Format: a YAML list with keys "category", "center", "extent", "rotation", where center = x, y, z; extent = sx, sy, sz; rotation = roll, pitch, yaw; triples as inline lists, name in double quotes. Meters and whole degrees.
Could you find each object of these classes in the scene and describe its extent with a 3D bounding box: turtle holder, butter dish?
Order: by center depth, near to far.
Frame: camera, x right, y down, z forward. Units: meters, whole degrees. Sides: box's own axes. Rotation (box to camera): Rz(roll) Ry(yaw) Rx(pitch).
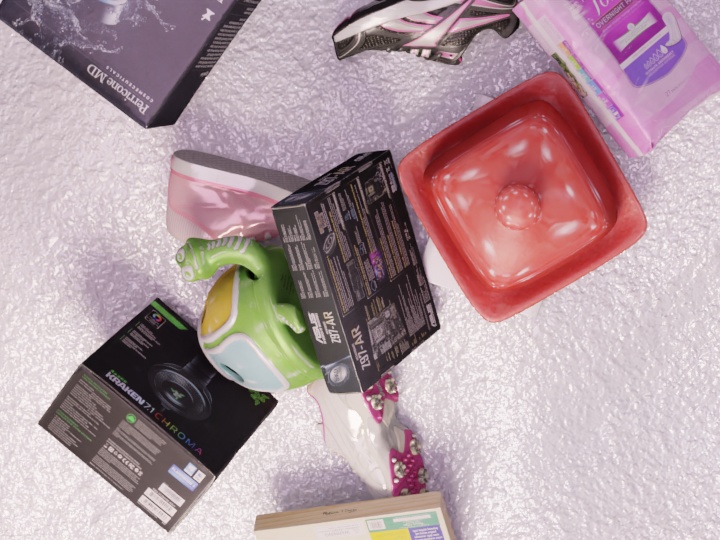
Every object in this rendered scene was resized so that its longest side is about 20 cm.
- category: "butter dish"
  center: [0.155, -0.067, 1.644]
  extent: [0.200, 0.148, 0.200]
  rotation: [-30, 91, 9]
- category: "turtle holder"
  center: [-0.101, 0.048, 1.699]
  extent: [0.132, 0.185, 0.141]
  rotation: [-22, 62, 24]

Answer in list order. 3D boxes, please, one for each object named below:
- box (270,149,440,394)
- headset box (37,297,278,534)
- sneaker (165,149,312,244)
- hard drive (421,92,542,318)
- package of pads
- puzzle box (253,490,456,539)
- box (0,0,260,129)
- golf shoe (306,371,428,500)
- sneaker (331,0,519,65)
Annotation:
- category: "box"
  center: [0.000, 0.000, 1.673]
  extent: [0.043, 0.160, 0.200]
  rotation: [-5, 110, 36]
- category: "headset box"
  center: [-0.198, 0.141, 1.715]
  extent: [0.174, 0.200, 0.093]
  rotation: [40, 116, 1]
- category: "sneaker"
  center: [-0.108, -0.051, 1.742]
  extent: [0.200, 0.075, 0.105]
  rotation: [15, 105, 3]
- category: "hard drive"
  center: [0.151, -0.066, 1.732]
  extent: [0.132, 0.027, 0.200]
  rotation: [19, 98, 4]
- category: "package of pads"
  center: [0.258, -0.223, 1.661]
  extent: [0.120, 0.076, 0.200]
  rotation: [-39, 92, -18]
- category: "puzzle box"
  center: [0.002, 0.294, 1.754]
  extent: [0.200, 0.025, 0.133]
  rotation: [-8, 128, 11]
- category: "box"
  center: [-0.224, -0.280, 1.704]
  extent: [0.197, 0.117, 0.200]
  rotation: [37, 100, 1]
- category: "golf shoe"
  center: [0.009, 0.182, 1.765]
  extent: [0.091, 0.075, 0.200]
  rotation: [-14, 99, 32]
- category: "sneaker"
  center: [0.068, -0.241, 1.697]
  extent: [0.200, 0.080, 0.086]
  rotation: [-17, 105, 14]
